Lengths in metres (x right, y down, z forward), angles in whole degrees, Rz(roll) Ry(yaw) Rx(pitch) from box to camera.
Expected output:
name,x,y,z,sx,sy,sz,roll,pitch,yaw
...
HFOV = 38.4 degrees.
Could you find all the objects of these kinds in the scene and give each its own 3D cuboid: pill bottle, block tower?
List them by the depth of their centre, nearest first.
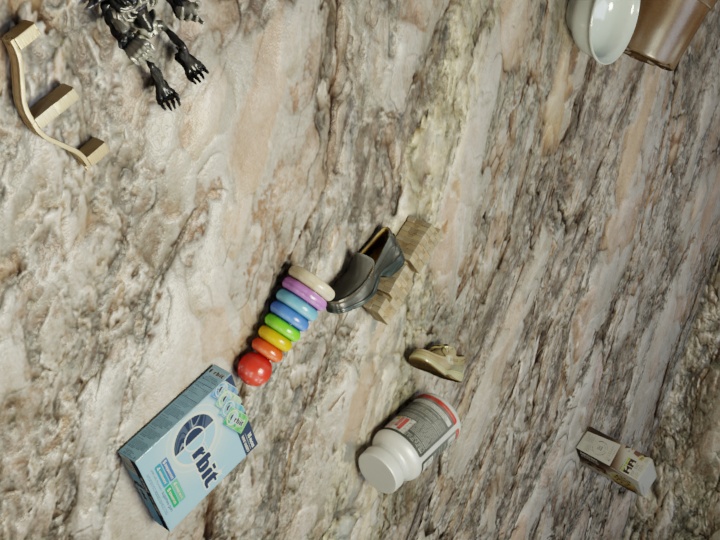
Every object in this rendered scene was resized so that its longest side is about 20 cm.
name,x,y,z,sx,sy,sz,roll,pitch,yaw
block tower,0.072,-0.005,1.860,0.200,0.054,0.058,-58,144,-15
pill bottle,0.095,0.337,2.022,0.200,0.116,0.116,-36,134,-37

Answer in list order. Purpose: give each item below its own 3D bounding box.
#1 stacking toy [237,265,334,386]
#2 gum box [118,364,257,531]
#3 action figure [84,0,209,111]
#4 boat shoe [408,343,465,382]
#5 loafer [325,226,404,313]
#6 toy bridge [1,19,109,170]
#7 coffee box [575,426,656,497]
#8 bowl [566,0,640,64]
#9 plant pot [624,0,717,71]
name,x,y,z,sx,sy,sz,roll,pitch,yaw
stacking toy,-0.128,0.093,1.637,0.200,0.085,0.085,-55,144,-7
gum box,-0.257,0.270,1.580,0.200,0.045,0.170,-43,138,-30
action figure,-0.246,-0.294,1.243,0.119,0.102,0.200,-42,140,-15
boat shoe,0.157,0.175,2.061,0.200,0.072,0.065,29,76,-57
loafer,0.000,0.000,1.763,0.200,0.073,0.072,-47,132,-42
toy bridge,-0.362,-0.191,1.208,0.067,0.027,0.200,-47,140,-24
coffee box,0.707,0.528,2.863,0.080,0.200,0.113,-51,143,-17
bowl,0.479,-0.522,2.089,0.201,0.090,0.201,-28,129,-43
plant pot,0.648,-0.548,2.225,0.200,0.200,0.198,9,108,-54
